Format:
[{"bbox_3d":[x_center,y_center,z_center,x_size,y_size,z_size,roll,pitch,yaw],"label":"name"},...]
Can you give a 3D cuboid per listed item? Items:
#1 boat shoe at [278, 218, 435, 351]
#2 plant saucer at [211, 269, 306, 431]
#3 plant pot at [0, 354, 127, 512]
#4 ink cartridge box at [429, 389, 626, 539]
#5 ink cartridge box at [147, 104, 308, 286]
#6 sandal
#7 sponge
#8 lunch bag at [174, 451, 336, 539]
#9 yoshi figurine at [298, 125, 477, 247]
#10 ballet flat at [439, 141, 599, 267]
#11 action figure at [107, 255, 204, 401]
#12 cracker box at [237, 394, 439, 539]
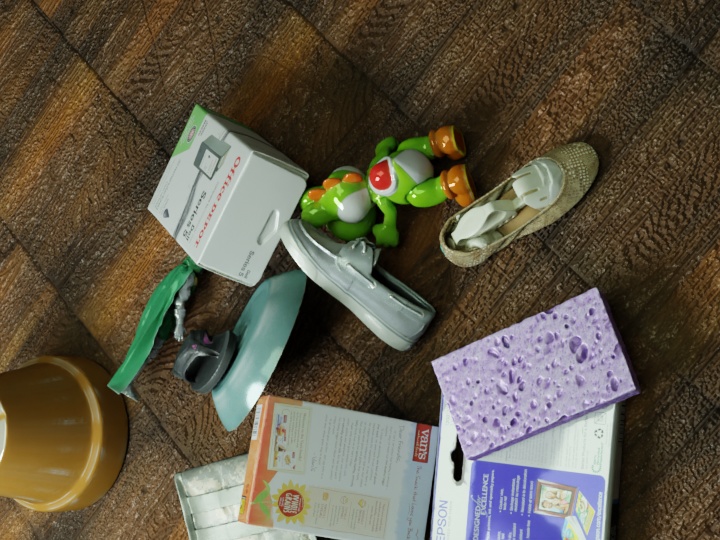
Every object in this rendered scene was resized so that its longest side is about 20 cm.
[{"bbox_3d":[0.000,0.001,1.371,0.200,0.070,0.072,41,108,-5],"label":"boat shoe"},{"bbox_3d":[-0.122,0.083,1.401,0.036,0.200,0.202,26,99,-12],"label":"plant saucer"},{"bbox_3d":[-0.426,0.205,1.553,0.197,0.183,0.204,-4,82,29],"label":"plant pot"},{"bbox_3d":[0.175,0.203,1.293,0.197,0.043,0.202,3,84,28],"label":"ink cartridge box"},{"bbox_3d":[-0.159,-0.092,1.449,0.147,0.083,0.200,-63,33,8],"label":"ink cartridge box"},{"bbox_3d":[-0.196,0.102,1.448,0.200,0.048,0.076,-10,56,66],"label":"sandal"},{"bbox_3d":[0.177,0.109,1.266,0.198,0.030,0.113,-26,70,22],"label":"sponge"},{"bbox_3d":[-0.103,0.304,1.400,0.162,0.117,0.203,-17,84,22],"label":"lunch bag"},{"bbox_3d":[0.031,-0.088,1.397,0.197,0.113,0.113,-17,115,13],"label":"yoshi figurine"},{"bbox_3d":[0.166,-0.069,1.318,0.199,0.065,0.071,-39,67,20],"label":"ballet flat"},{"bbox_3d":[-0.245,0.062,1.529,0.202,0.054,0.118,-61,19,-5],"label":"action figure"},{"bbox_3d":[-0.022,0.218,1.319,0.197,0.058,0.136,13,79,-15],"label":"cracker box"}]
